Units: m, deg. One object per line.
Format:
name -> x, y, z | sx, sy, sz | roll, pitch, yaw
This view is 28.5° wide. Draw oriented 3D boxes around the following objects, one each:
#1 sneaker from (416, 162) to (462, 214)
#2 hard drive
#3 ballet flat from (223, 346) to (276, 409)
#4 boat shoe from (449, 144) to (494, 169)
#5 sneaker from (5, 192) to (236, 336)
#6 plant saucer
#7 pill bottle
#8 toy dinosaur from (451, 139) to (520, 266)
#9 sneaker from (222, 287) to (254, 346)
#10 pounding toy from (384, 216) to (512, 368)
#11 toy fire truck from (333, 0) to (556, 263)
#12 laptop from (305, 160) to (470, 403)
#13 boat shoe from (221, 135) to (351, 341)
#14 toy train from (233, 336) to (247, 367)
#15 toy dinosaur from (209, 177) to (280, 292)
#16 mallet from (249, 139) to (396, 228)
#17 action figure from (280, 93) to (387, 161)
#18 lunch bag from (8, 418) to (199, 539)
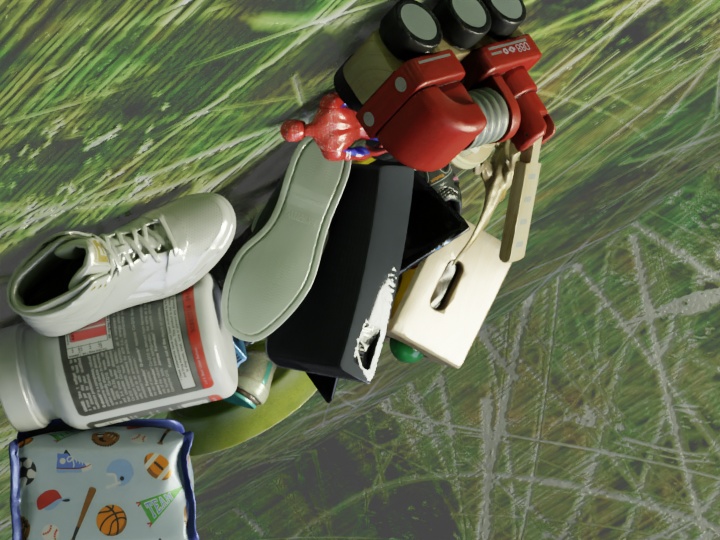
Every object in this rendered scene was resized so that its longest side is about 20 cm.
sneaker -> 0.072, -0.079, 1.574 | 0.080, 0.087, 0.200 | -30, 170, -1
hard drive -> -0.024, -0.004, 1.310 | 0.134, 0.202, 0.042 | 7, 172, 43
ballet flat -> -0.155, 0.100, 1.458 | 0.199, 0.067, 0.063 | 6, -116, 44
boat shoe -> 0.098, -0.148, 1.384 | 0.065, 0.073, 0.200 | -35, 164, 23
sneaker -> -0.194, -0.009, 1.162 | 0.199, 0.074, 0.116 | -30, 172, -5
plant saucer -> -0.127, 0.126, 1.510 | 0.199, 0.031, 0.200 | -23, -161, 8
pill bottle -> -0.217, 0.076, 1.259 | 0.198, 0.117, 0.116 | -13, 169, 1
toy dinosaur -> 0.149, -0.104, 1.518 | 0.101, 0.058, 0.201 | 73, 34, -60
sneaker -> -0.146, 0.049, 1.571 | 0.108, 0.070, 0.200 | -34, 167, 26
pounding toy -> 0.062, 0.030, 1.685 | 0.201, 0.141, 0.184 | -63, -162, -7
toy fire truck -> 0.089, -0.111, 1.160 | 0.175, 0.201, 0.129 | -22, 165, -45
laptop -> 0.000, 0.000, 1.412 | 0.199, 0.177, 0.104 | -32, 131, -7
boat shoe -> -0.063, -0.029, 1.275 | 0.201, 0.075, 0.060 | -60, -178, -2
toy train -> -0.210, 0.083, 1.373 | 0.199, 0.115, 0.087 | -33, -153, 5
toy dinosaur -> -0.106, -0.002, 1.401 | 0.047, 0.088, 0.200 | -35, 175, -44
mallet -> -0.032, -0.087, 1.385 | 0.199, 0.041, 0.066 | -31, 173, 14
action figure -> 0.019, -0.130, 1.237 | 0.199, 0.066, 0.052 | -10, -161, -32
lunch bag -> -0.241, 0.199, 1.322 | 0.168, 0.125, 0.200 | 0, 173, -10
